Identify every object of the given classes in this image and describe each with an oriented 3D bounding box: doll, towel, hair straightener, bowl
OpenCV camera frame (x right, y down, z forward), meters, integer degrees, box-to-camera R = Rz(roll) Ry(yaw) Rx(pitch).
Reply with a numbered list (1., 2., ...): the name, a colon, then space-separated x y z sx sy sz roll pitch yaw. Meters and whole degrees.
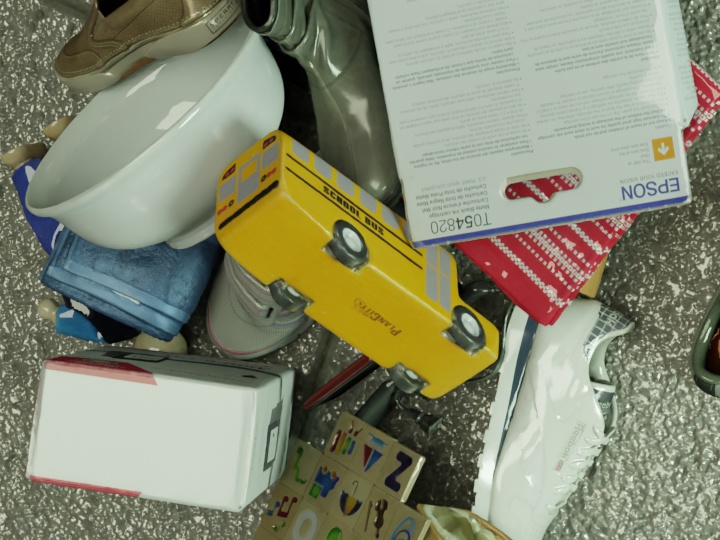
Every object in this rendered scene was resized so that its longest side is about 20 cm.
1. doll: -0.182 -0.013 1.768 0.136 0.048 0.200 -30 80 14
2. towel: -0.137 -0.059 1.717 0.111 0.049 0.201 24 86 11
3. hair straightener: 0.046 0.072 1.654 0.200 0.041 0.077 -39 78 34
4. bowl: -0.119 -0.078 1.618 0.201 0.201 0.090 -33 112 21
5. towel: 0.124 -0.080 1.546 0.145 0.022 0.200 43 113 16

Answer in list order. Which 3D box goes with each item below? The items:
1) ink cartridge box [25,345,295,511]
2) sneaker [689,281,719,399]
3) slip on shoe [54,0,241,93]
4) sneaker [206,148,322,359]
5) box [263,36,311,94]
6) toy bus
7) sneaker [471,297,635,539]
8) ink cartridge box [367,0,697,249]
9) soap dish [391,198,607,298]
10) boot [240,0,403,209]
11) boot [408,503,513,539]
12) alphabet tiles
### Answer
1. ink cartridge box: -0.129 0.102 1.643 0.145 0.200 0.084 7 92 5
2. sneaker: 0.274 -0.001 1.554 0.074 0.079 0.201 32 103 21
3. slip on shoe: -0.156 -0.172 1.654 0.061 0.076 0.200 48 153 -21
4. sneaker: -0.061 -0.012 1.682 0.081 0.088 0.200 44 126 16
5. box: -0.068 -0.237 1.710 0.200 0.049 0.160 32 106 19
6. toy bus: 0.000 0.000 1.554 0.065 0.200 0.078 -36 35 30
7. sneaker: 0.126 0.116 1.629 0.080 0.076 0.201 12 98 13
8. ink cartridge box: 0.106 -0.126 1.515 0.199 0.041 0.201 -8 92 28
9. soap dish: 0.106 -0.097 1.610 0.157 0.081 0.201 21 107 22
10. boot: -0.033 -0.139 1.577 0.068 0.130 0.201 -20 65 29
11. boot: 0.013 0.226 1.650 0.175 0.066 0.200 32 128 8
12. alphabet tiles: -0.026 0.200 1.636 0.166 0.006 0.201 25 91 54
